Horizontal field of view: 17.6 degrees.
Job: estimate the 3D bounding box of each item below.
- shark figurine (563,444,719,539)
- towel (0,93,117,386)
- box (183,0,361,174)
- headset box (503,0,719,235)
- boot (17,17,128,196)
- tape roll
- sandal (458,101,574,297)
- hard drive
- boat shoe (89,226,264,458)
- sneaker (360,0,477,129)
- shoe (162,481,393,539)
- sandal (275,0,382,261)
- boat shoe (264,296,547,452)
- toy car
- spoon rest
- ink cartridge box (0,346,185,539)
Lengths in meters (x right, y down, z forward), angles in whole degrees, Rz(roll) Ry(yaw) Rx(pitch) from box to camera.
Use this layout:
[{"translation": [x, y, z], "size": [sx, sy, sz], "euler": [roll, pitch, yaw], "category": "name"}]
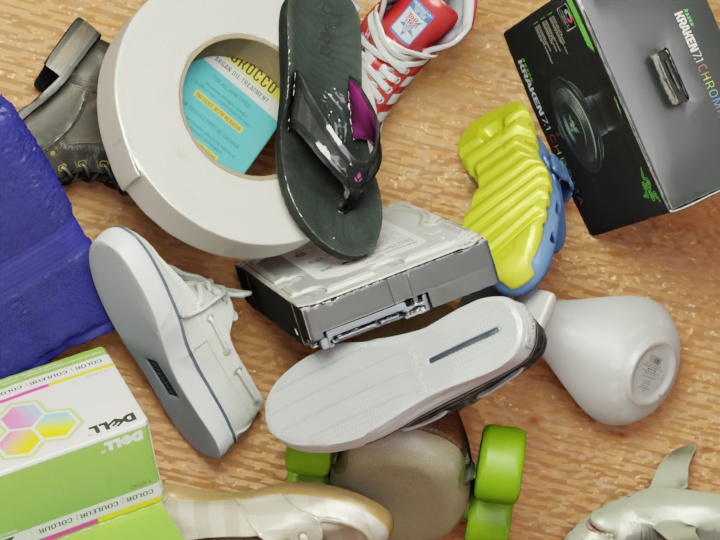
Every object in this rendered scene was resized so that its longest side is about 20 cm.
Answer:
[{"translation": [0.271, 0.210, 1.719], "size": [0.128, 0.214, 0.090], "euler": [-46, 138, -39], "category": "shark figurine"}, {"translation": [-0.263, -0.010, 1.606], "size": [0.147, 0.050, 0.200], "euler": [-31, 125, -8], "category": "towel"}, {"translation": [-0.085, -0.138, 1.661], "size": [0.082, 0.049, 0.200], "euler": [39, 59, -11], "category": "box"}, {"translation": [0.201, -0.127, 1.678], "size": [0.093, 0.200, 0.175], "euler": [-24, 91, -12], "category": "headset box"}, {"translation": [-0.173, -0.069, 1.665], "size": [0.174, 0.069, 0.200], "euler": [32, 79, -8], "category": "boot"}, {"translation": [-0.084, -0.107, 1.600], "size": [0.202, 0.037, 0.204], "euler": [9, 70, -26], "category": "tape roll"}, {"translation": [0.122, -0.043, 1.679], "size": [0.079, 0.200, 0.087], "euler": [-29, 118, 23], "category": "sandal"}, {"translation": [0.000, 0.000, 1.626], "size": [0.139, 0.200, 0.038], "euler": [-21, 105, -11], "category": "hard drive"}, {"translation": [-0.117, 0.035, 1.639], "size": [0.086, 0.074, 0.202], "euler": [-43, 125, -25], "category": "boat shoe"}, {"translation": [0.014, -0.148, 1.685], "size": [0.071, 0.112, 0.200], "euler": [36, 80, -6], "category": "sneaker"}, {"translation": [-0.073, 0.185, 1.633], "size": [0.199, 0.070, 0.054], "euler": [1, 57, 20], "category": "shoe"}, {"translation": [-0.020, -0.106, 1.583], "size": [0.075, 0.048, 0.201], "euler": [1, 72, -29], "category": "sandal"}, {"translation": [0.035, 0.079, 1.552], "size": [0.199, 0.071, 0.072], "euler": [-19, 65, 20], "category": "boat shoe"}, {"translation": [0.040, 0.083, 1.681], "size": [0.164, 0.158, 0.201], "euler": [9, 59, 2], "category": "toy car"}, {"translation": [0.168, 0.053, 1.697], "size": [0.200, 0.061, 0.100], "euler": [26, 89, -47], "category": "spoon rest"}, {"translation": [-0.204, 0.152, 1.569], "size": [0.147, 0.200, 0.076], "euler": [-19, 125, -16], "category": "ink cartridge box"}]
